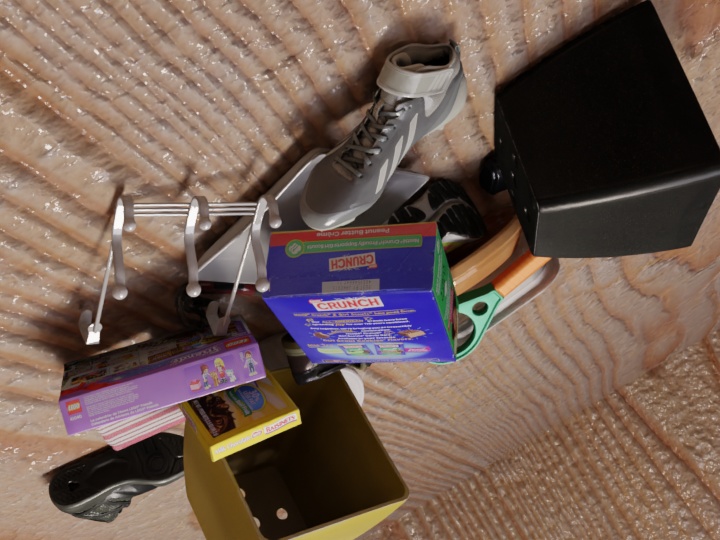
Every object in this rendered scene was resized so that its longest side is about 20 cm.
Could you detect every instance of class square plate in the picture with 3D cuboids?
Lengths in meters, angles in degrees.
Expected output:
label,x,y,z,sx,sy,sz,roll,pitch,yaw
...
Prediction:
label,x,y,z,sx,sy,sz,roll,pitch,yaw
square plate,-0.051,-0.053,1.039,0.200,0.029,0.197,-41,157,26

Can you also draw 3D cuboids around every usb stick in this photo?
label,x,y,z,sx,sy,sz,roll,pitch,yaw
usb stick,0.229,-0.142,1.194,0.198,0.033,0.056,-24,151,-15

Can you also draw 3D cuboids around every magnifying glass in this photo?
label,x,y,z,sx,sy,sz,roll,pitch,yaw
magnifying glass,0.144,0.036,1.177,0.200,0.022,0.079,-43,122,15

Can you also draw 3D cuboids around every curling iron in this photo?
label,x,y,z,sx,sy,sz,roll,pitch,yaw
curling iron,-0.124,0.027,1.115,0.025,0.050,0.199,9,-166,41

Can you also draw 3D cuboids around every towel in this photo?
label,x,y,z,sx,sy,sz,roll,pitch,yaw
towel,-0.260,0.158,1.250,0.145,0.030,0.201,-23,157,-10

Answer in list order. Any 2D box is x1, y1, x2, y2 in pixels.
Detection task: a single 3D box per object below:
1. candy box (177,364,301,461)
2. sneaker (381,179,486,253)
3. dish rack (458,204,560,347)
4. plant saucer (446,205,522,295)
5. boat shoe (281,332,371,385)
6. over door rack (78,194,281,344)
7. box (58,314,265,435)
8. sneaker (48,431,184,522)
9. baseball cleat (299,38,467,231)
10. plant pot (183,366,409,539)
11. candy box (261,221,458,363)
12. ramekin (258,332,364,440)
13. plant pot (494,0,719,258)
label,x,y,z,sx,sy,sz,roll,pitch,yaw
candy box,-0.150,0.122,1.096,0.101,0.200,0.027,-19,124,-22
sneaker,0.065,-0.040,1.138,0.199,0.079,0.090,-21,165,-50
dish rack,0.167,-0.006,1.279,0.171,0.044,0.201,-37,-159,23
plant saucer,0.113,-0.008,1.212,0.199,0.038,0.200,-32,-172,5
boat shoe,-0.007,0.086,1.217,0.199,0.067,0.071,-14,-166,-38
over door rack,-0.166,0.011,0.936,0.146,0.067,0.201,-2,144,-28
box,-0.204,0.102,1.039,0.197,0.040,0.137,-16,-167,-11
sneaker,-0.318,0.283,1.390,0.197,0.077,0.115,-20,159,-15
baseball cleat,0.013,-0.127,0.886,0.200,0.069,0.107,-47,153,-15
plant pot,-0.098,0.250,1.179,0.198,0.201,0.177,-8,143,-37
candy box,0.008,0.029,1.037,0.167,0.078,0.200,-2,157,11
ramekin,-0.101,0.170,1.327,0.201,0.094,0.204,-27,143,-22
plant pot,0.241,-0.121,1.058,0.175,0.202,0.200,-17,159,0
